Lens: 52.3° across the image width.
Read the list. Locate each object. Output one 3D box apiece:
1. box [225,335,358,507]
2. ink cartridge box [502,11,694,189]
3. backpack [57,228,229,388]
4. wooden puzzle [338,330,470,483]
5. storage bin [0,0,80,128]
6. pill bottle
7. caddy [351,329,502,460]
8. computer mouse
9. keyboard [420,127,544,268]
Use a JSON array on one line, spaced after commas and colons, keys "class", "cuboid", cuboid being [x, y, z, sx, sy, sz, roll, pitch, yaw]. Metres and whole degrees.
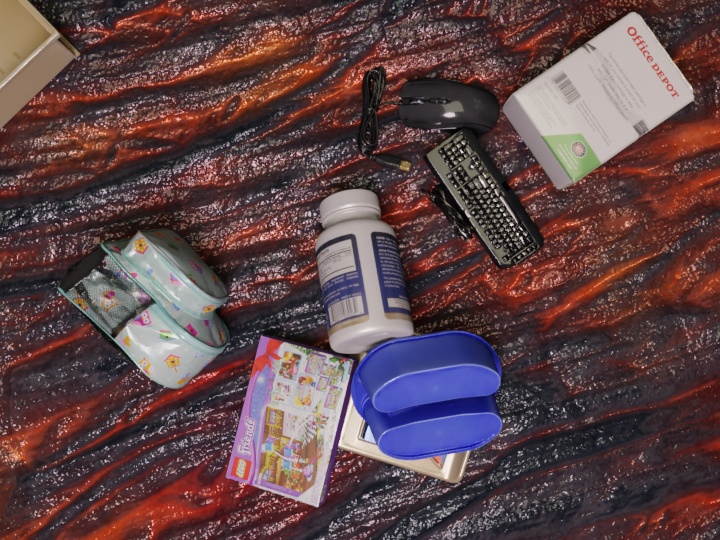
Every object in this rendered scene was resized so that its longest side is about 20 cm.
[{"class": "box", "cuboid": [-0.092, 0.201, 0.996, 0.136, 0.039, 0.201, 14, 88, 13]}, {"class": "ink cartridge box", "cuboid": [0.321, -0.228, 0.999, 0.200, 0.084, 0.146, -34, 88, -1]}, {"class": "backpack", "cuboid": [-0.257, 0.046, 0.949, 0.153, 0.176, 0.200, -36, 92, 3]}, {"class": "wooden puzzle", "cuboid": [0.069, 0.178, 1.005, 0.199, 0.046, 0.186, 18, 88, 1]}, {"class": "storage bin", "cuboid": [-0.534, -0.310, 1.004, 0.200, 0.094, 0.199, -45, 88, -1]}, {"class": "pill bottle", "cuboid": [0.000, 0.000, 0.968, 0.111, 0.111, 0.201, -9, 71, 0]}, {"class": "caddy", "cuboid": [0.089, 0.153, 0.936, 0.199, 0.105, 0.142, -8, 113, -5]}, {"class": "computer mouse", "cuboid": [0.091, -0.205, 1.019, 0.199, 0.046, 0.141, 12, 87, 1]}, {"class": "keyboard", "cuboid": [0.162, -0.088, 1.005, 0.104, 0.040, 0.200, -36, 94, 6]}]
